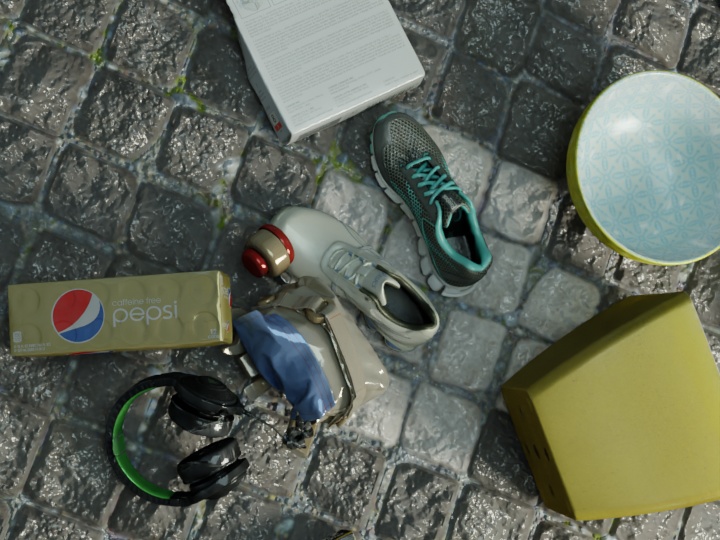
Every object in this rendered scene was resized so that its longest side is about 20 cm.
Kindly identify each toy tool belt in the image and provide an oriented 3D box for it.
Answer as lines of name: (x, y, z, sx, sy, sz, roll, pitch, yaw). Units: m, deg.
toy tool belt: (-0.074, 0.068, 1.570, 0.123, 0.125, 0.200, -38, 95, -26)

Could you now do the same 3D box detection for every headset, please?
headset: (-0.142, 0.158, 1.525, 0.199, 0.094, 0.124, -6, 98, 9)

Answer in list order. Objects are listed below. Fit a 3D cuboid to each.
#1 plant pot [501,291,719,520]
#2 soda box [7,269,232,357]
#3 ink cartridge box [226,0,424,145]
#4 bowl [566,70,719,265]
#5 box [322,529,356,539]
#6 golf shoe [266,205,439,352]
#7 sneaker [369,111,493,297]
plant pot: (0.252, 0.148, 1.637, 0.175, 0.200, 0.201, -21, 91, -7)
soda box: (-0.221, 0.041, 1.521, 0.198, 0.064, 0.068, -4, 85, 4)
ink cartridge box: (-0.050, -0.247, 1.659, 0.161, 0.050, 0.201, -25, 84, -18)
bowl: (0.292, -0.098, 1.711, 0.199, 0.108, 0.202, 2, 83, -18)
box: (-0.042, 0.374, 1.584, 0.159, 0.049, 0.201, -23, 91, -17)
golf shoe: (0.000, 0.000, 1.614, 0.199, 0.097, 0.079, 35, 77, -9)
sneaker: (0.079, -0.072, 1.649, 0.077, 0.091, 0.201, -29, 93, -19)
